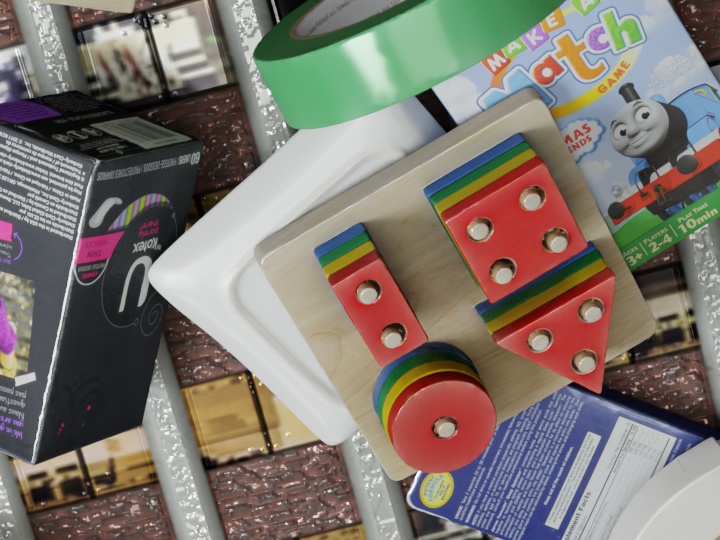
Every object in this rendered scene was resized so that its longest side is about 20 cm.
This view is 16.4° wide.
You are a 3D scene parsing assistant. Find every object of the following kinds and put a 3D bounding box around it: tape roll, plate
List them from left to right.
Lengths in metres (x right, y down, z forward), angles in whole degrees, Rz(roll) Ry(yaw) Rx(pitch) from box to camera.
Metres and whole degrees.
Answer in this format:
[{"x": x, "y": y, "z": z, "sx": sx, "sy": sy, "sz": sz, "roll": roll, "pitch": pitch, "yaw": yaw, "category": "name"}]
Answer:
[{"x": 0.000, "y": 0.000, "z": 1.578, "sx": 0.200, "sy": 0.032, "sz": 0.200, "roll": -42, "pitch": 123, "yaw": 5, "category": "plate"}, {"x": 0.034, "y": -0.154, "z": 1.482, "sx": 0.200, "sy": 0.201, "sz": 0.048, "roll": -26, "pitch": 105, "yaw": 8, "category": "tape roll"}, {"x": 0.258, "y": 0.204, "z": 1.664, "sx": 0.202, "sy": 0.037, "sz": 0.204, "roll": -5, "pitch": 114, "yaw": -12, "category": "tape roll"}]

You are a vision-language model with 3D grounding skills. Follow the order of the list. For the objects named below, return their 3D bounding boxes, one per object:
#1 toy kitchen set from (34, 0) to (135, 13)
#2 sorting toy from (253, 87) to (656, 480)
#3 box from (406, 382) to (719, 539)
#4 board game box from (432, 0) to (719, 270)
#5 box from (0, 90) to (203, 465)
[{"x": -0.204, "y": -0.239, "z": 1.436, "sx": 0.180, "sy": 0.163, "sz": 0.201, "roll": 7, "pitch": 129, "yaw": -6, "category": "toy kitchen set"}, {"x": 0.070, "y": 0.024, "z": 1.547, "sx": 0.200, "sy": 0.070, "sz": 0.199, "roll": -30, "pitch": 122, "yaw": 1, "category": "sorting toy"}, {"x": 0.142, "y": 0.134, "z": 1.665, "sx": 0.199, "sy": 0.032, "sz": 0.121, "roll": 21, "pitch": 106, "yaw": -9, "category": "box"}, {"x": 0.150, "y": -0.095, "z": 1.564, "sx": 0.151, "sy": 0.037, "sz": 0.200, "roll": -32, "pitch": 120, "yaw": 9, "category": "board game box"}, {"x": -0.189, "y": 0.002, "z": 1.555, "sx": 0.106, "sy": 0.122, "sz": 0.201, "roll": 22, "pitch": 110, "yaw": 25, "category": "box"}]
